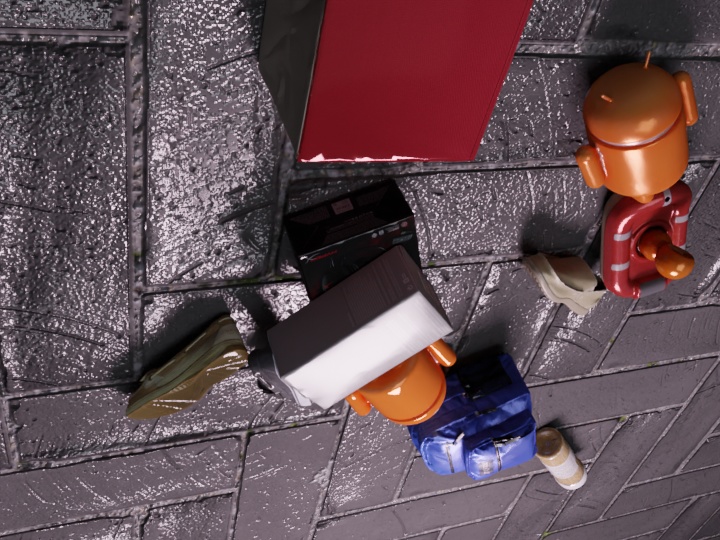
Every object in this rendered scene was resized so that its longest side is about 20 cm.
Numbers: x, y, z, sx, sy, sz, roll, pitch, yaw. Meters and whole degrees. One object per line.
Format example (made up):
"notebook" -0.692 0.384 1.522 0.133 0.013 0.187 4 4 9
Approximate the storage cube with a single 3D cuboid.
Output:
"storage cube" 0.019 -0.218 0.697 0.179 0.171 0.200 -4 135 -20

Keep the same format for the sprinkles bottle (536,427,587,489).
"sprinkles bottle" 0.412 0.391 1.583 0.068 0.068 0.200 -32 138 8

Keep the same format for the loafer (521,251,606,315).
"loafer" 0.308 0.009 1.145 0.068 0.076 0.200 -44 145 18

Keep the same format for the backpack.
"backpack" 0.180 0.250 1.258 0.200 0.168 0.163 -18 132 -2

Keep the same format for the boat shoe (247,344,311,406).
"boat shoe" -0.112 0.148 1.064 0.066 0.070 0.200 -11 160 2

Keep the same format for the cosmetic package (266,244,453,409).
"cosmetic package" -0.002 0.073 0.935 0.200 0.090 0.107 -30 138 11

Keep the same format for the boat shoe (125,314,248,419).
"boat shoe" -0.238 0.135 1.027 0.201 0.063 0.073 -36 150 21

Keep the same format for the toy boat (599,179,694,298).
"toy boat" 0.425 -0.036 1.095 0.130 0.131 0.200 -17 125 -10

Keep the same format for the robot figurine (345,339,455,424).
"robot figurine" 0.056 0.152 1.121 0.144 0.117 0.200 -60 141 -18

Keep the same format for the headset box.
"headset box" 0.000 0.000 0.980 0.148 0.075 0.200 -19 138 -6

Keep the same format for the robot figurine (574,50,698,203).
"robot figurine" 0.339 -0.172 0.941 0.144 0.117 0.200 -8 145 23
